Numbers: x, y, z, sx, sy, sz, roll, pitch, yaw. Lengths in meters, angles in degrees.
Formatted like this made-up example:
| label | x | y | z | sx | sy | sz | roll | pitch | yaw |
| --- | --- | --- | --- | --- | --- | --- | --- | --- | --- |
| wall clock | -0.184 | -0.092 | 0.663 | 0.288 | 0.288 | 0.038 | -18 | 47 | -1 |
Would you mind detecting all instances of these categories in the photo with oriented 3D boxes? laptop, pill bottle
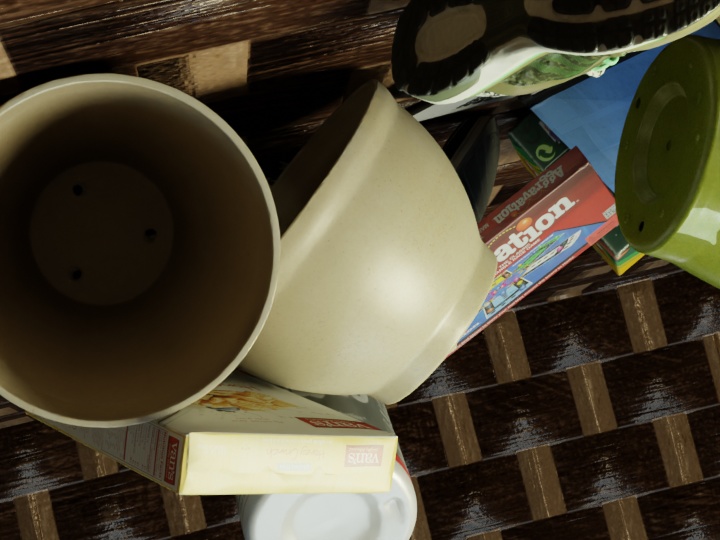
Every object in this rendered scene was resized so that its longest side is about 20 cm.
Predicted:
| label | x | y | z | sx | sy | sz | roll | pitch | yaw |
| --- | --- | --- | --- | --- | --- | --- | --- | --- | --- |
| laptop | 0.159 | -0.092 | 1.215 | 0.199 | 0.116 | 0.187 | -17 | 176 | -37 |
| pill bottle | -0.037 | 0.108 | 1.244 | 0.113 | 0.114 | 0.200 | -13 | -146 | -6 |

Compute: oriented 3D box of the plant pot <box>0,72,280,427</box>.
| label | x | y | z | sx | sy | sz | roll | pitch | yaw |
| --- | --- | --- | --- | --- | --- | --- | --- | --- | --- |
| plant pot | -0.150 | -0.018 | 1.072 | 0.186 | 0.188 | 0.200 | -13 | -174 | -8 |

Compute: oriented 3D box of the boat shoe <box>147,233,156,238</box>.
| label | x | y | z | sx | sy | sz | roll | pitch | yaw |
| --- | --- | --- | --- | --- | --- | --- | --- | --- | --- |
| boat shoe | -0.130 | 0.065 | 1.296 | 0.071 | 0.065 | 0.201 | -13 | 129 | -17 |

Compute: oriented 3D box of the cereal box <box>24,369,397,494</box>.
| label | x | y | z | sx | sy | sz | roll | pitch | yaw |
| --- | --- | --- | --- | --- | --- | --- | --- | --- | --- |
| cereal box | -0.092 | 0.090 | 1.091 | 0.143 | 0.040 | 0.200 | 4 | -174 | -36 |

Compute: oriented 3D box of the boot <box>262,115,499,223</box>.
| label | x | y | z | sx | sy | sz | roll | pitch | yaw |
| --- | --- | --- | --- | --- | --- | --- | --- | --- | --- |
| boot | 0.006 | -0.052 | 1.362 | 0.150 | 0.200 | 0.073 | 15 | 146 | 25 |

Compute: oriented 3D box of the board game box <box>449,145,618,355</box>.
| label | x | y | z | sx | sy | sz | roll | pitch | yaw |
| --- | --- | --- | --- | --- | --- | --- | --- | --- | --- |
| board game box | 0.089 | 0.001 | 1.280 | 0.200 | 0.019 | 0.103 | -38 | 149 | 6 |

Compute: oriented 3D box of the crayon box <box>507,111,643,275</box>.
| label | x | y | z | sx | sy | sz | roll | pitch | yaw |
| --- | --- | --- | --- | --- | --- | --- | --- | --- | --- |
| crayon box | 0.181 | -0.062 | 1.452 | 0.051 | 0.127 | 0.200 | -41 | 170 | 4 |

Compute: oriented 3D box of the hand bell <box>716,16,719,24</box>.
| label | x | y | z | sx | sy | sz | roll | pitch | yaw |
| --- | --- | --- | --- | --- | --- | --- | --- | --- | --- |
| hand bell | 0.169 | -0.151 | 1.011 | 0.199 | 0.105 | 0.104 | -1 | 174 | 6 |

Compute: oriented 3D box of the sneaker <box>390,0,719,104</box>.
| label | x | y | z | sx | sy | sz | roll | pitch | yaw |
| --- | --- | --- | --- | --- | --- | --- | --- | --- | --- |
| sneaker | 0.114 | -0.131 | 0.963 | 0.199 | 0.077 | 0.088 | -9 | 166 | 40 |

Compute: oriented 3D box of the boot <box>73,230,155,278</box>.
| label | x | y | z | sx | sy | sz | roll | pitch | yaw |
| --- | --- | --- | --- | --- | --- | --- | --- | --- | --- |
| boot | -0.192 | -0.010 | 1.352 | 0.199 | 0.074 | 0.151 | -8 | 170 | -22 |

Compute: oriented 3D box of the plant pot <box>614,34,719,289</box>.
| label | x | y | z | sx | sy | sz | roll | pitch | yaw |
| --- | --- | --- | --- | --- | --- | --- | --- | --- | --- |
| plant pot | 0.262 | -0.055 | 1.094 | 0.192 | 0.201 | 0.200 | 11 | 166 | -16 |

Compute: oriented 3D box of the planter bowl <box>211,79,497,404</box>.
| label | x | y | z | sx | sy | sz | roll | pitch | yaw |
| --- | --- | --- | --- | --- | --- | --- | --- | --- | --- |
| planter bowl | 0.000 | 0.000 | 1.163 | 0.200 | 0.135 | 0.200 | -51 | -170 | 12 |
